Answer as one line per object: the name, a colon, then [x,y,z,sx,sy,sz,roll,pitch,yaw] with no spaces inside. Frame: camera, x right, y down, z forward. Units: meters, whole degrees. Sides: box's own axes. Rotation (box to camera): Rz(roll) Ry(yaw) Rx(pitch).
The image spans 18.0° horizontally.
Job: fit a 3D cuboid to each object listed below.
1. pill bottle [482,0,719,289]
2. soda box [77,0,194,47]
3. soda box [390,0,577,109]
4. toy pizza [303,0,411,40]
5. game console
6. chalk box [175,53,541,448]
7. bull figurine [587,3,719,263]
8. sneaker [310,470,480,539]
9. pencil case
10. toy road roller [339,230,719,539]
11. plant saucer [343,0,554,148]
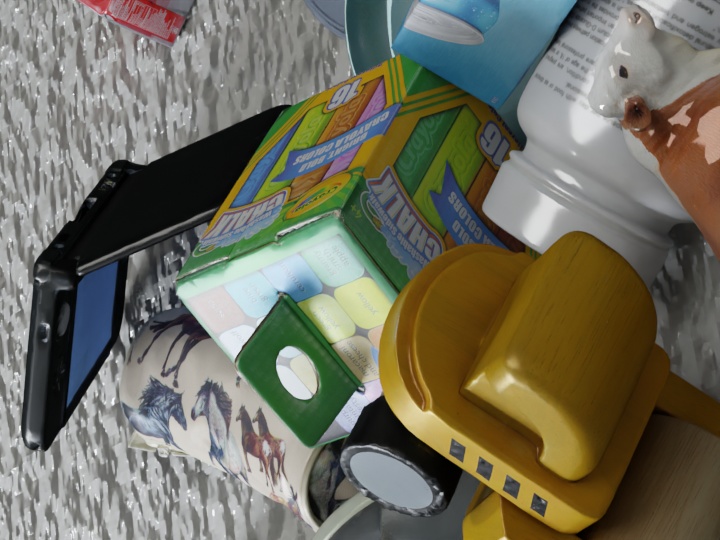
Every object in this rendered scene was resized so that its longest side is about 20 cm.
pill bottle: [0.148,-0.095,1.131,0.113,0.113,0.201,37,102,45]
soda box: [-0.119,-0.255,1.492,0.070,0.063,0.201,35,100,45]
soda box: [0.084,-0.165,1.101,0.064,0.067,0.200,-64,5,-33]
toy pizza: [0.035,-0.227,1.344,0.199,0.032,0.202,-11,73,39]
game console: [-0.117,0.001,1.348,0.115,0.200,0.177,10,110,5]
chalk box: [0.000,0.000,1.175,0.123,0.125,0.201,-22,28,38]
bull figurine: [0.192,-0.045,1.039,0.121,0.065,0.201,-30,88,8]
sneaker: [0.049,0.156,1.167,0.200,0.074,0.107,-39,49,28]
pencil case: [-0.055,0.089,1.294,0.199,0.077,0.090,23,105,47]
toy road roller: [0.099,0.069,1.036,0.123,0.199,0.146,-60,7,-30]
plant saucer: [0.079,-0.151,1.256,0.199,0.027,0.202,-4,83,34]
